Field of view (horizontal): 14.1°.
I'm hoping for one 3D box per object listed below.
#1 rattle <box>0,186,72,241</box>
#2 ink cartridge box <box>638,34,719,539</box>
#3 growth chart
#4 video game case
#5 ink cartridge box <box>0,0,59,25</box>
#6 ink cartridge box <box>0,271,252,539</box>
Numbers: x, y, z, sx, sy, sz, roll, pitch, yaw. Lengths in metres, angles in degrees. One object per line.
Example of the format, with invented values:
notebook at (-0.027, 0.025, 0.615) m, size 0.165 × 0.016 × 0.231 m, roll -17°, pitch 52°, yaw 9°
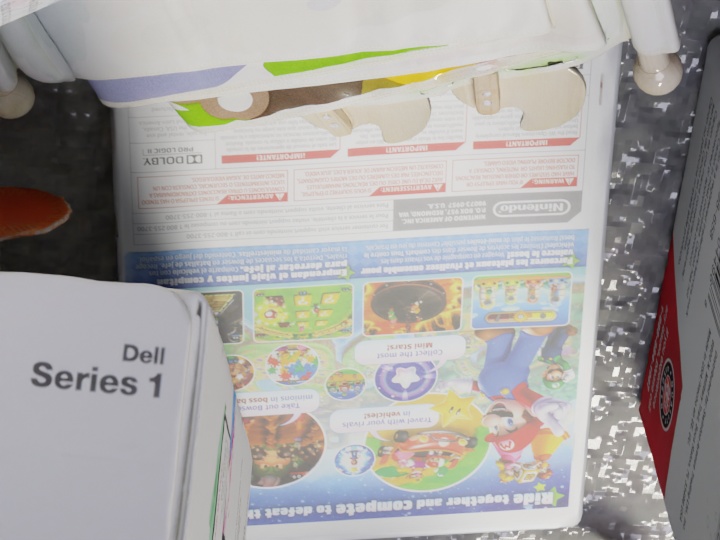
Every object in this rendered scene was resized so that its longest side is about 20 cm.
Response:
rattle at (-0.187, -0.036, 0.756) m, size 0.142 × 0.131 × 0.200 m, roll -30°, pitch 147°, yaw 11°
ink cartridge box at (0.141, 0.050, 0.795) m, size 0.083 × 0.201 × 0.145 m, roll 1°, pitch 128°, yaw -7°
growth chart at (-0.017, -0.073, 0.743) m, size 0.199 × 0.018 × 0.145 m, roll -3°, pitch 150°, yaw 4°
video game case at (0.000, 0.000, 0.855) m, size 0.142 × 0.018 × 0.201 m, roll -3°, pitch 127°, yaw -5°
ink cartridge box at (-0.092, -0.083, 0.614) m, size 0.199 × 0.115 × 0.068 m, roll -25°, pitch 94°, yaw -6°
ink cartridge box at (-0.107, 0.061, 0.771) m, size 0.144 × 0.085 × 0.200 m, roll 5°, pitch 166°, yaw 2°
